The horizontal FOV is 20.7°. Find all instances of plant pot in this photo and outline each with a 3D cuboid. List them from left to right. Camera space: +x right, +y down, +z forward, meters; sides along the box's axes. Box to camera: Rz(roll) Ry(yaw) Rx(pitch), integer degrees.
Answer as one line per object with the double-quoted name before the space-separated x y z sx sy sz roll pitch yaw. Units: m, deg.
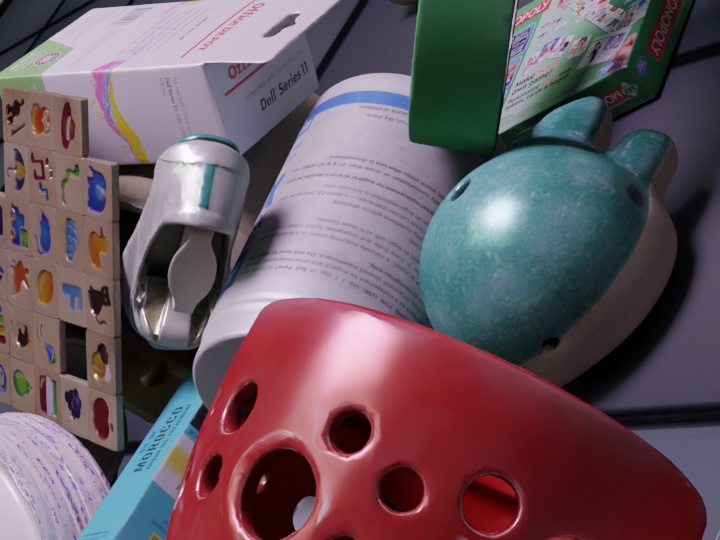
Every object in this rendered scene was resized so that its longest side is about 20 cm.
"plant pot" -0.089 -0.024 1.281 0.200 0.201 0.184 -25 21 49
"plant pot" 0.013 0.135 0.773 0.200 0.200 0.183 -2 60 63

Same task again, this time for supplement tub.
"supplement tub" 0.000 0.000 1.104 0.132 0.132 0.200 -27 30 47

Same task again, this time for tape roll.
"tape roll" 0.062 -0.163 1.023 0.200 0.048 0.201 9 -90 -86

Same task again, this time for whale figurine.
"whale figurine" 0.088 -0.030 1.008 0.159 0.104 0.200 -40 23 29

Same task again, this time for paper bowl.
"paper bowl" -0.231 0.188 1.163 0.200 0.104 0.202 5 98 44

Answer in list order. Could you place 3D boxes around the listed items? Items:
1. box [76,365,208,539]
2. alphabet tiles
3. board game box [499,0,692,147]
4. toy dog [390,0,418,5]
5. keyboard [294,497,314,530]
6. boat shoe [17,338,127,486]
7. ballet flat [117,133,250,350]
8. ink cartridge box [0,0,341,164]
"box" -0.090 0.128 1.119 0.049 0.082 0.200 -19 33 51
"alphabet tiles" -0.186 -0.006 1.175 0.167 0.008 0.201 14 106 52
"board game box" 0.121 -0.127 1.211 0.200 0.029 0.135 -26 31 49
"toy dog" 0.061 -0.297 1.523 0.132 0.096 0.200 -30 29 43
"keyboard" -0.046 0.149 1.127 0.056 0.011 0.200 -55 21 -25
"boat shoe" -0.187 0.145 1.254 0.063 0.072 0.201 136 132 -64
"ballet flat" -0.101 0.004 1.099 0.200 0.069 0.070 110 -177 -55
"ink cartridge box" -0.107 -0.117 1.209 0.199 0.068 0.117 0 28 31
